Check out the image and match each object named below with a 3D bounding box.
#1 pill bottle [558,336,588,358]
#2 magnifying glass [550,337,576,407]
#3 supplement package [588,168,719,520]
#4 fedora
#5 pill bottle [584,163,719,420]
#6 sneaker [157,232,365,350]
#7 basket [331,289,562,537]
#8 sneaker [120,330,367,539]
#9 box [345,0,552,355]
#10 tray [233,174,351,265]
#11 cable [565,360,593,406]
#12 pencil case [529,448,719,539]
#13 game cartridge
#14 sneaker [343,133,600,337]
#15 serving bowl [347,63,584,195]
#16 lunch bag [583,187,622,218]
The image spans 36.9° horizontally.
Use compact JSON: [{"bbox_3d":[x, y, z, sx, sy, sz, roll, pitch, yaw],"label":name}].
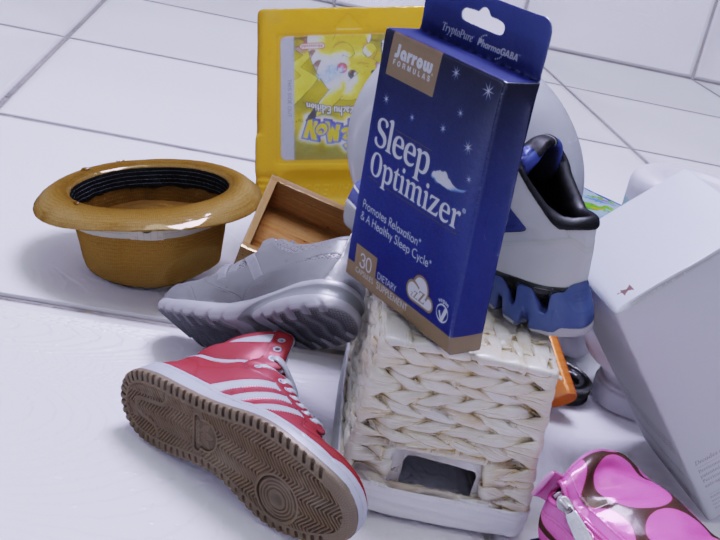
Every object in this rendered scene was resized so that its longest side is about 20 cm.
[{"bbox_3d":[0.141,-0.005,1.022,0.198,0.114,0.112,25,24,28],"label":"pill bottle"},{"bbox_3d":[0.144,0.023,0.925,0.079,0.022,0.202,-18,58,7],"label":"magnifying glass"},{"bbox_3d":[0.244,0.053,0.781,0.116,0.201,0.117,-29,26,3],"label":"supplement package"},{"bbox_3d":[-0.185,-0.039,0.954,0.198,0.083,0.201,0,23,0],"label":"fedora"},{"bbox_3d":[0.252,0.022,0.897,0.109,0.202,0.111,11,20,-4],"label":"pill bottle"},{"bbox_3d":[-0.068,0.017,0.807,0.198,0.075,0.083,-5,52,37],"label":"sneaker"},{"bbox_3d":[0.057,0.072,0.764,0.134,0.125,0.200,11,21,-3],"label":"basket"},{"bbox_3d":[-0.052,0.099,0.705,0.199,0.072,0.112,24,27,33],"label":"sneaker"},{"bbox_3d":[0.047,-0.067,0.656,0.032,0.202,0.121,-4,26,-34],"label":"box"},{"bbox_3d":[0.000,0.000,0.901,0.198,0.037,0.099,24,41,-6],"label":"tray"},{"bbox_3d":[0.105,0.056,0.932,0.199,0.051,0.097,27,24,32],"label":"cable"},{"bbox_3d":[0.183,0.185,0.609,0.094,0.091,0.200,42,-3,-40],"label":"pencil case"},{"bbox_3d":[-0.010,-0.141,0.995,0.174,0.203,0.032,-1,-7,4],"label":"game cartridge"},{"bbox_3d":[0.089,-0.047,0.745,0.198,0.117,0.080,27,25,34],"label":"sneaker"},{"bbox_3d":[0.068,-0.074,0.835,0.198,0.202,0.066,22,40,22],"label":"serving bowl"},{"bbox_3d":[0.214,-0.063,1.254,0.159,0.083,0.200,-5,27,-36],"label":"lunch bag"}]
